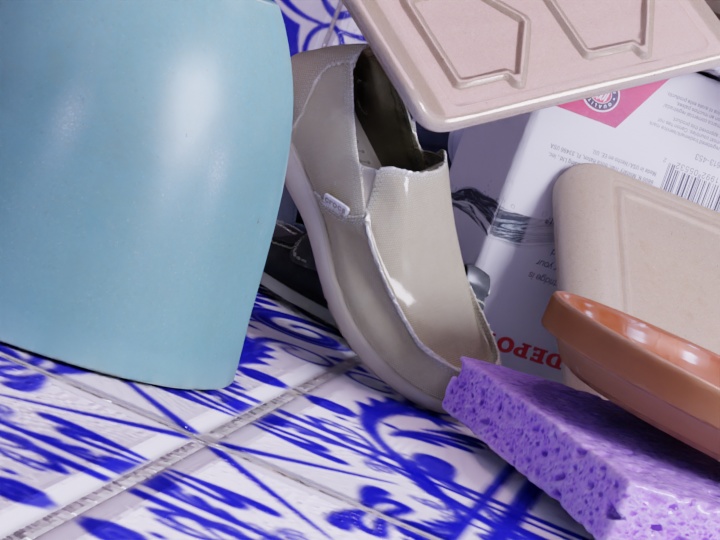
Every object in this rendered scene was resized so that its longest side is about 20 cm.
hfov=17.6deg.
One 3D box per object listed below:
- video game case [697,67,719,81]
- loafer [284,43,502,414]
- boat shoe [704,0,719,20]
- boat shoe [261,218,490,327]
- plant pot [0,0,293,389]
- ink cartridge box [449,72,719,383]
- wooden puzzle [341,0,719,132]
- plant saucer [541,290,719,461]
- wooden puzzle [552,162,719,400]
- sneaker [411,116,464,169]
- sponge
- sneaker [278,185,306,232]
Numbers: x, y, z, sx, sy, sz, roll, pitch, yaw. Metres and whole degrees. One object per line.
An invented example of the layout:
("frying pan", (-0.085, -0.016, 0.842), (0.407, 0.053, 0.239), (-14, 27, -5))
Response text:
("video game case", (0.114, -0.152, 1.315), (0.200, 0.022, 0.182), (21, 5, 8))
("loafer", (0.015, -0.025, 1.133), (0.076, 0.068, 0.200), (-19, 79, -54))
("boat shoe", (0.244, -0.133, 1.307), (0.071, 0.064, 0.200), (49, 9, -22))
("boat shoe", (0.000, 0.000, 1.279), (0.072, 0.068, 0.200), (14, 8, -38))
("plant pot", (-0.120, -0.062, 0.990), (0.200, 0.161, 0.201), (20, 7, -2))
("ink cartridge box", (0.124, -0.028, 1.315), (0.145, 0.200, 0.084), (18, 5, -24))
("wooden puzzle", (0.070, -0.146, 1.183), (0.200, 0.046, 0.185), (-12, 54, -27))
("plant saucer", (0.172, 0.066, 1.055), (0.200, 0.032, 0.200), (25, 5, -2))
("wooden puzzle", (0.192, 0.047, 1.241), (0.200, 0.037, 0.185), (17, 51, -21))
("sneaker", (0.101, -0.100, 1.597), (0.108, 0.070, 0.200), (13, 13, 41))
("sponge", (0.120, 0.090, 1.023), (0.111, 0.030, 0.200), (19, 7, -21))
("sneaker", (-0.046, -0.051, 1.423), (0.079, 0.079, 0.200), (1, -2, 22))
